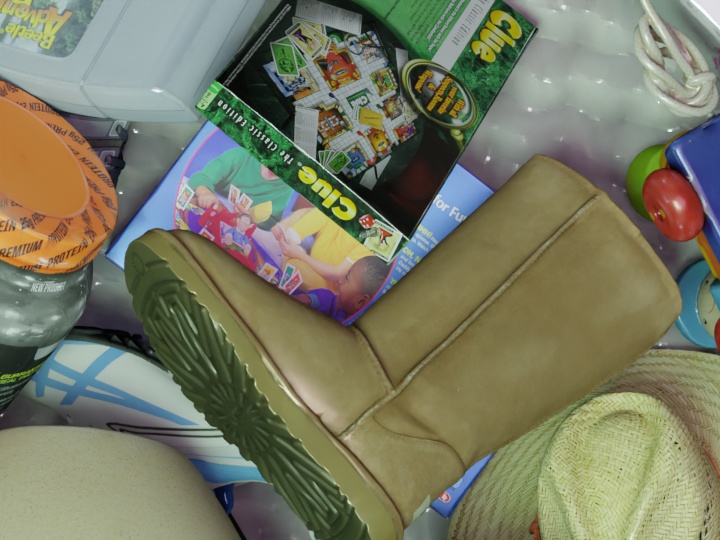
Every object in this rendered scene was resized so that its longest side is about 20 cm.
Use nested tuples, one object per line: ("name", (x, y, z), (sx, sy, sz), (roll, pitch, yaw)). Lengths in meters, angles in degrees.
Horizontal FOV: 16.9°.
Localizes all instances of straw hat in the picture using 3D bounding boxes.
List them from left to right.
("straw hat", (0.117, 0.104, 1.068), (0.199, 0.085, 0.202), (-8, 58, 13))

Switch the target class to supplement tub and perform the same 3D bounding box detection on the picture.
("supplement tub", (-0.197, 0.019, 1.040), (0.122, 0.123, 0.200), (41, 117, -4))

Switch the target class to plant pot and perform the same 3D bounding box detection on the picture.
("plant pot", (-0.121, 0.142, 1.011), (0.199, 0.200, 0.135), (6, 70, -4))

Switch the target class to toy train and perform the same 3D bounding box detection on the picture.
("toy train", (0.152, -0.047, 1.095), (0.084, 0.116, 0.201), (-29, 97, -12))

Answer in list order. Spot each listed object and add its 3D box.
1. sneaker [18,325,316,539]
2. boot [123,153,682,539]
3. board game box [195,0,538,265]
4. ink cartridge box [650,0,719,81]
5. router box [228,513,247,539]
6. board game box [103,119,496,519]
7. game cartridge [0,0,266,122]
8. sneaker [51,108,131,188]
("sneaker", (-0.088, 0.069, 1.085), (0.199, 0.072, 0.073), (15, 92, 21))
("boot", (0.019, 0.010, 1.043), (0.200, 0.066, 0.176), (-38, 91, -31))
("board game box", (0.008, -0.089, 1.060), (0.105, 0.200, 0.023), (37, 126, -3))
("ink cartridge box", (0.215, -0.146, 1.115), (0.148, 0.086, 0.200), (-45, 95, -2))
("router box", (-0.084, 0.227, 1.124), (0.157, 0.052, 0.201), (-31, 93, -3))
("board game box", (0.000, 0.000, 1.126), (0.200, 0.045, 0.135), (38, 89, -4))
("game cartridge", (-0.132, -0.141, 1.061), (0.199, 0.041, 0.134), (22, 80, 27))
("sneaker", (-0.125, -0.076, 1.110), (0.199, 0.074, 0.081), (-36, 103, 4))
